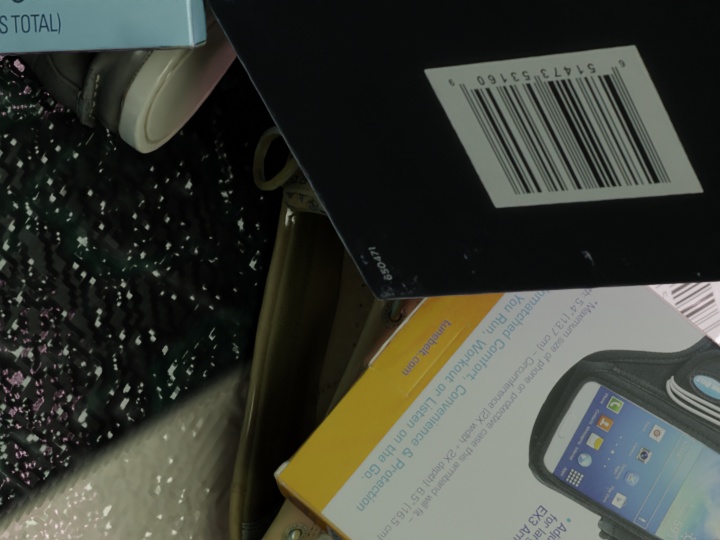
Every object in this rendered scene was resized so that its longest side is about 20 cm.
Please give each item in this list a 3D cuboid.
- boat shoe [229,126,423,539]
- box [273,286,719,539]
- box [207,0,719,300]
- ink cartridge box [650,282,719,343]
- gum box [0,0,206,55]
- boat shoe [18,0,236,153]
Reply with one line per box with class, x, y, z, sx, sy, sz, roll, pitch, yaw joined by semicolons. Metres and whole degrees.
boat shoe;0.000;0.000;0.895;0.063;0.073;0.201;3;93;-37
box;0.087;0.083;0.843;0.200;0.041;0.119;41;82;6
box;0.101;-0.101;0.795;0.199;0.199;0.123;-56;129;-37
ink cartridge box;0.129;-0.089;0.995;0.173;0.043;0.201;-29;109;-30
gum box;-0.130;-0.157;0.757;0.169;0.045;0.201;-2;96;3
boat shoe;-0.031;-0.123;0.870;0.057;0.067;0.200;34;64;10
